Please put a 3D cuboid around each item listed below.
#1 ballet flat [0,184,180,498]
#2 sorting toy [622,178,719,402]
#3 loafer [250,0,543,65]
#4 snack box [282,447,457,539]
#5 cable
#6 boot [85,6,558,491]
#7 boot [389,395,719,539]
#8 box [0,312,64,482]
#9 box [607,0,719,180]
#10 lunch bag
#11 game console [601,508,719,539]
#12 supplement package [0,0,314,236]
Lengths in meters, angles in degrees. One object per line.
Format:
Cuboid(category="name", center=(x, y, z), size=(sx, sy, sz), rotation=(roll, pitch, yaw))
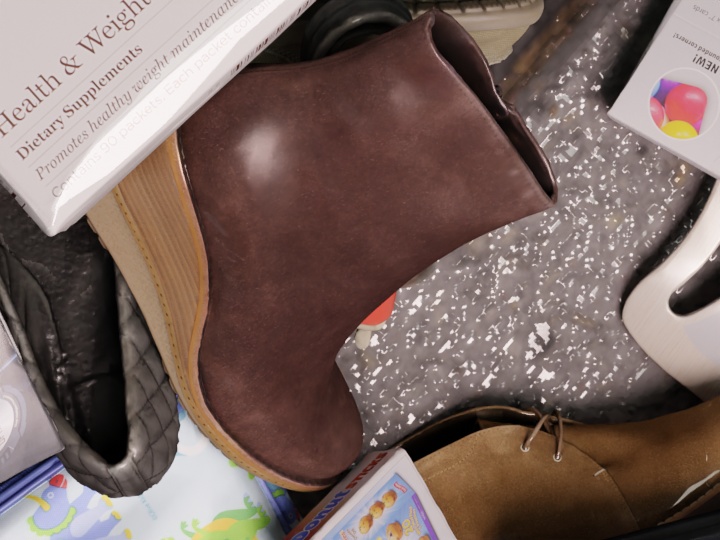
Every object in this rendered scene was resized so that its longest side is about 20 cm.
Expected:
Cuboid(category="ballet flat", center=(-0.117, -0.008, 1.022), size=(0.066, 0.057, 0.201), rotation=(-23, 83, -8))
Cuboid(category="sorting toy", center=(0.220, 0.010, 1.188), size=(0.179, 0.107, 0.201), rotation=(27, 95, -7))
Cuboid(category="loafer", center=(-0.023, -0.096, 1.061), size=(0.199, 0.076, 0.068), rotation=(-7, 138, -21))
Cuboid(category="snack box", center=(0.039, 0.175, 1.080), size=(0.072, 0.024, 0.201), rotation=(-42, 109, -40))
Cuboid(category="cable", center=(0.003, -0.030, 1.052), size=(0.097, 0.051, 0.200), rotation=(1, 146, -18))
Cuboid(category="boot", center=(0.000, 0.000, 1.003), size=(0.166, 0.073, 0.200), rotation=(-16, 128, 24))
Cuboid(category="boot", center=(0.089, 0.088, 1.150), size=(0.199, 0.074, 0.076), rotation=(-23, 102, 1))
Cuboid(category="box", center=(-0.179, -0.024, 0.948), size=(0.043, 0.200, 0.161), rotation=(-27, 115, -11))
Cuboid(category="box", center=(0.221, -0.115, 1.118), size=(0.156, 0.041, 0.201), rotation=(30, 93, 14))
Cuboid(category="lunch bag", center=(-0.092, 0.147, 1.103), size=(0.160, 0.082, 0.201), rotation=(-30, 113, -7))
Cuboid(category="game console", center=(0.144, 0.139, 1.159), size=(0.199, 0.031, 0.177), rotation=(-13, 153, -18))
Cuboid(category="supplement package", center=(-0.098, -0.148, 0.872), size=(0.191, 0.147, 0.200), rotation=(-43, 94, -3))
